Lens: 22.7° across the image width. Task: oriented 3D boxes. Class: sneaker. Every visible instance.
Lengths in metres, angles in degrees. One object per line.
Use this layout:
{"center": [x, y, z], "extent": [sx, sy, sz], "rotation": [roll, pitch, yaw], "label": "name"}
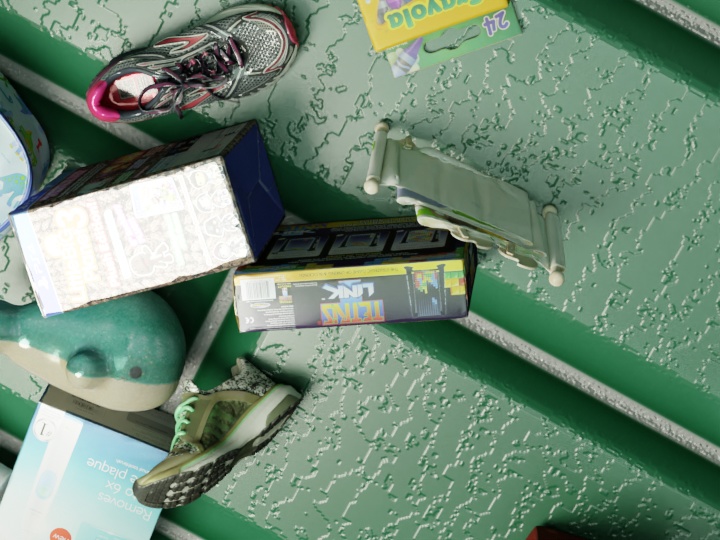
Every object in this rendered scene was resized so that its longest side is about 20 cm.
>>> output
{"center": [-0.146, 0.145, 1.643], "extent": [0.089, 0.200, 0.077], "rotation": [44, 136, 14], "label": "sneaker"}
{"center": [-0.148, -0.174, 1.594], "extent": [0.199, 0.075, 0.081], "rotation": [-21, 102, 12], "label": "sneaker"}

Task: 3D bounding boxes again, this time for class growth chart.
{"center": [0.092, -0.059, 1.562], "extent": [0.199, 0.145, 0.018], "rotation": [25, 120, -2], "label": "growth chart"}

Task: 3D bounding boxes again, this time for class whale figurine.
{"center": [-0.253, 0.054, 1.631], "extent": [0.198, 0.159, 0.105], "rotation": [17, 103, -15], "label": "whale figurine"}

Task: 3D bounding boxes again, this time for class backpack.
{"center": [-0.389, -0.086, 1.614], "extent": [0.199, 0.147, 0.183], "rotation": [-37, 100, 13], "label": "backpack"}

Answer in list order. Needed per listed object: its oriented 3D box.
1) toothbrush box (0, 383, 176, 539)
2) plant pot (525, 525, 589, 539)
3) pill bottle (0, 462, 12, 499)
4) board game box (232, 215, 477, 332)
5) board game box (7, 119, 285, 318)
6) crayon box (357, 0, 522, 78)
{"center": [-0.264, 0.220, 1.710], "extent": [0.145, 0.085, 0.201], "rotation": [23, 108, -5], "label": "toothbrush box"}
{"center": [0.201, 0.346, 1.642], "extent": [0.198, 0.200, 0.178], "rotation": [17, 94, 3], "label": "plant pot"}
{"center": [-0.435, 0.173, 1.709], "extent": [0.199, 0.109, 0.110], "rotation": [31, 107, -1], "label": "pill bottle"}
{"center": [0.000, 0.000, 1.575], "extent": [0.198, 0.165, 0.057], "rotation": [-4, 104, 9], "label": "board game box"}
{"center": [-0.184, -0.048, 1.589], "extent": [0.198, 0.160, 0.098], "rotation": [-14, 104, 12], "label": "board game box"}
{"center": [0.051, -0.275, 1.551], "extent": [0.125, 0.052, 0.201], "rotation": [-18, 103, 12], "label": "crayon box"}
